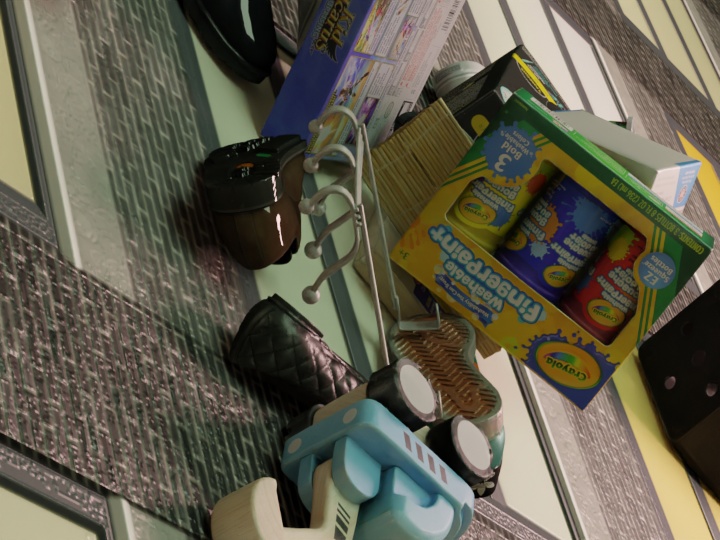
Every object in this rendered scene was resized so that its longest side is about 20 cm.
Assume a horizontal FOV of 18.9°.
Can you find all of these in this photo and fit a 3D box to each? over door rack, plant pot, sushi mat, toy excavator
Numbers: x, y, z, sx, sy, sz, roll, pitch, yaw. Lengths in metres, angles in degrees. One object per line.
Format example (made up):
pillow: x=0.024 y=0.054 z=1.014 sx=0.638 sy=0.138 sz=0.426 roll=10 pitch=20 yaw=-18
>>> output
over door rack: x=0.000 y=0.000 z=1.576 sx=0.148 sy=0.066 sz=0.201 roll=-87 pitch=157 yaw=-61
plant pot: x=0.408 y=0.119 z=2.258 sx=0.177 sy=0.199 sz=0.201 roll=27 pitch=34 yaw=-35
sushi mat: x=0.084 y=-0.033 z=1.774 sx=0.200 sy=0.095 sz=0.012 roll=56 pitch=16 yaw=-1
toy excavator: x=-0.006 y=0.149 z=1.380 sx=0.194 sy=0.100 sz=0.201 roll=43 pitch=32 yaw=-29

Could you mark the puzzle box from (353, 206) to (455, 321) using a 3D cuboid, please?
puzzle box: x=0.055 y=0.001 z=1.834 sx=0.133 sy=0.025 sz=0.200 roll=53 pitch=20 yaw=-12

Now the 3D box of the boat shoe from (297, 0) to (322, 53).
boat shoe: x=-0.020 y=-0.245 z=1.840 sx=0.201 sy=0.070 sz=0.072 roll=108 pitch=-37 yaw=-58

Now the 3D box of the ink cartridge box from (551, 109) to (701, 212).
ink cartridge box: x=0.181 y=-0.020 z=1.831 sx=0.125 sy=0.201 sz=0.128 roll=25 pitch=16 yaw=21

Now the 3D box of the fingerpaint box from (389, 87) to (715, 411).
fingerpaint box: x=0.152 y=-0.018 z=1.717 sx=0.200 sy=0.167 sz=0.073 roll=39 pitch=13 yaw=3

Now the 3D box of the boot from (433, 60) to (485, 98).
boot: x=0.146 y=-0.144 z=2.228 sx=0.200 sy=0.073 sz=0.096 roll=15 pitch=53 yaw=-53

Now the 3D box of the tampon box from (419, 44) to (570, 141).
tampon box: x=0.130 y=-0.099 z=2.014 sx=0.150 sy=0.126 sz=0.200 roll=53 pitch=20 yaw=-9

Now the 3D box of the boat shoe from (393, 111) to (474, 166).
boat shoe: x=0.081 y=-0.068 z=1.869 sx=0.066 sy=0.075 sz=0.199 roll=34 pitch=-8 yaw=42

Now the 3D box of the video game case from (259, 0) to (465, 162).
video game case: x=0.012 y=-0.186 z=1.778 sx=0.045 sy=0.201 sz=0.181 roll=30 pitch=11 yaw=19

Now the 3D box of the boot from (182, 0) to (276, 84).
boot: x=-0.075 y=-0.275 z=1.745 sx=0.076 sy=0.168 sz=0.201 roll=8 pitch=52 yaw=-63

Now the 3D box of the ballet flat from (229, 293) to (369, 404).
ballet flat: x=-0.024 y=0.088 z=1.505 sx=0.200 sy=0.057 sz=0.066 roll=47 pitch=-7 yaw=-37

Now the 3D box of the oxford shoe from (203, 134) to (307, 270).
oxford shoe: x=-0.074 y=-0.049 z=1.572 sx=0.200 sy=0.072 sz=0.085 roll=-69 pitch=149 yaw=-71

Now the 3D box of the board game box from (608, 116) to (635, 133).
board game box: x=0.242 y=-0.028 z=2.087 sx=0.200 sy=0.026 sz=0.201 roll=52 pitch=45 yaw=-76

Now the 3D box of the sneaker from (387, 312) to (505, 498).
sneaker: x=0.065 y=0.102 z=1.657 sx=0.200 sy=0.071 sz=0.080 roll=-110 pitch=-166 yaw=-63
